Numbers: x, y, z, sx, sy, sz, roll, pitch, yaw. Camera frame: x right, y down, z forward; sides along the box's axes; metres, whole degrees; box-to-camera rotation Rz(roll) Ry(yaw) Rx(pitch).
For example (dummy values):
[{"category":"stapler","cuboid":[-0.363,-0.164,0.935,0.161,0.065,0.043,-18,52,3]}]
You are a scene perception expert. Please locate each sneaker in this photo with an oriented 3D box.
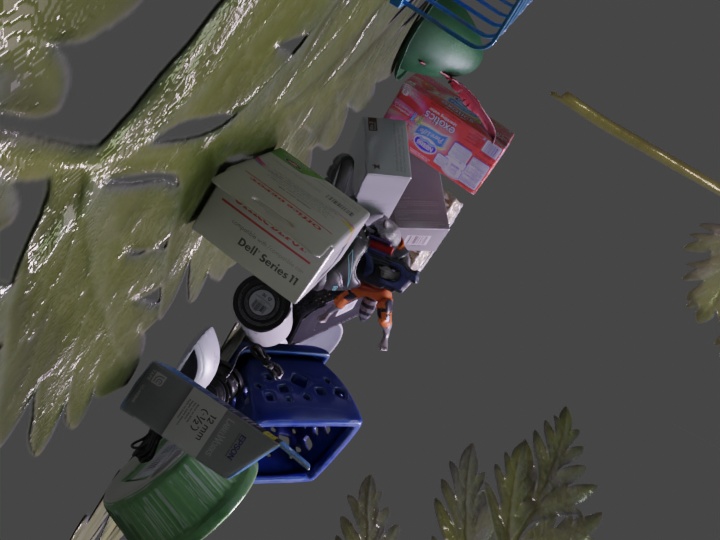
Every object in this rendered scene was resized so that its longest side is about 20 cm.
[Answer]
[{"category":"sneaker","cuboid":[-0.024,-0.067,1.268,0.075,0.079,0.201,-112,-150,-76]}]

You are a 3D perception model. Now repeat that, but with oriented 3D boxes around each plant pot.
[{"category":"plant pot","cuboid":[-0.142,0.232,1.483,0.200,0.199,0.180,-55,-139,38]}]

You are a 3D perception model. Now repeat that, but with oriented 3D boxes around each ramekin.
[{"category":"ramekin","cuboid":[-0.245,0.284,1.184,0.200,0.098,0.200,-34,-167,9]}]

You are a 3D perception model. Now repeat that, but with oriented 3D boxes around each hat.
[{"category":"hat","cuboid":[0.164,-0.300,1.276,0.166,0.176,0.200,-57,177,12]}]

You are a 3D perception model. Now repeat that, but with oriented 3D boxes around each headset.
[{"category":"headset","cuboid":[-0.210,0.187,1.333,0.200,0.094,0.124,-45,180,14]}]

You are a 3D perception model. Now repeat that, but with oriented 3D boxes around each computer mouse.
[{"category":"computer mouse","cuboid":[-0.231,0.160,1.165,0.200,0.044,0.110,-57,176,28]}]

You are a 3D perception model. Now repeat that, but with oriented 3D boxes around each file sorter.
[{"category":"file sorter","cuboid":[0.143,-0.346,0.978,0.139,0.123,0.200,-57,178,37]}]

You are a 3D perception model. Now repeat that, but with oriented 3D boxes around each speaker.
[{"category":"speaker","cuboid":[-0.137,0.061,1.273,0.081,0.081,0.200,-56,177,-10]}]

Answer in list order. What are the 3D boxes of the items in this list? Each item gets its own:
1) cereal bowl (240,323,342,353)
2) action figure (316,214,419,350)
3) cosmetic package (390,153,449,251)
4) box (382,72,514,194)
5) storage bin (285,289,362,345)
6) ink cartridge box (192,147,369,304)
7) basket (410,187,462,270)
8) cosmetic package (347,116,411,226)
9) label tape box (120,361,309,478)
[{"category":"cereal bowl","cuboid":[-0.137,0.122,1.607,0.200,0.083,0.200,-27,155,-14]},{"category":"action figure","cuboid":[0.000,0.000,1.352,0.105,0.200,0.194,-25,140,-62]},{"category":"cosmetic package","cuboid":[0.088,-0.143,1.602,0.090,0.106,0.201,117,-30,-58]},{"category":"box","cuboid":[0.144,-0.233,1.488,0.103,0.200,0.095,-58,176,30]},{"category":"storage bin","cuboid":[-0.049,0.029,1.485,0.200,0.094,0.135,-23,160,-28]},{"category":"ink cartridge box","cuboid":[-0.072,-0.042,0.802,0.067,0.117,0.200,-54,178,18]},{"category":"basket","cuboid":[0.076,-0.116,1.813,0.198,0.200,0.161,-56,172,3]},{"category":"cosmetic package","cuboid":[0.016,-0.135,1.341,0.200,0.074,0.102,123,-33,-62]},{"category":"label tape box","cuboid":[-0.154,0.183,0.980,0.066,0.200,0.143,-54,177,-10]}]
